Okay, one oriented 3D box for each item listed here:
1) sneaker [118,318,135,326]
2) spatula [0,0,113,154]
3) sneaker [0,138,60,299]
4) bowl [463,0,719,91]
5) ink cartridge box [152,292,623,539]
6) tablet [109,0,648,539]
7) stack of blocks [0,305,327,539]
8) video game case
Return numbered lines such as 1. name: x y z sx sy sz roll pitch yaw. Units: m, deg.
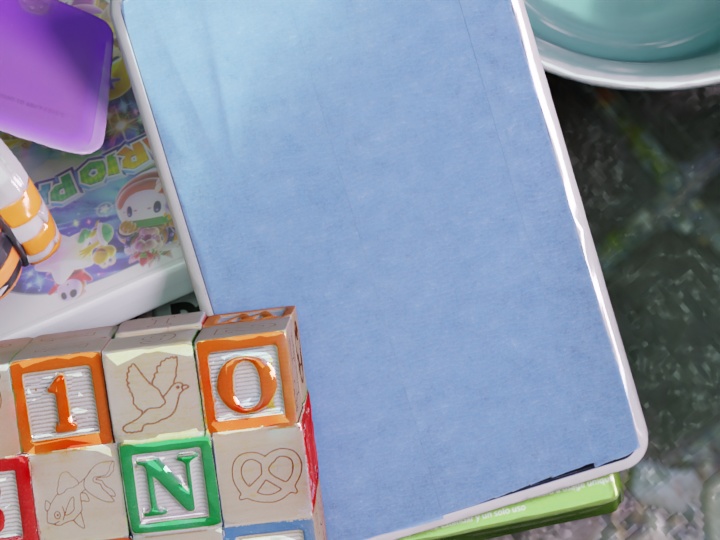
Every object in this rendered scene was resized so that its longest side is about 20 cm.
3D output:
1. sneaker: -0.098 0.107 0.889 0.112 0.078 0.201 24 85 -1
2. spatula: -0.113 -0.106 0.885 0.056 0.200 0.021 16 121 -15
3. sneaker: -0.196 -0.042 0.857 0.112 0.078 0.200 -37 51 -11
4. bowl: 0.097 -0.146 0.890 0.199 0.105 0.202 0 78 0
5. ink cartridge box: 0.000 0.000 0.895 0.147 0.076 0.201 -12 81 4
6. tablet: 0.007 -0.014 0.824 0.129 0.014 0.201 -17 96 0
7. stack of blocks: -0.111 0.082 0.799 0.199 0.059 0.116 -8 97 2
8. video game case: -0.120 -0.054 0.901 0.142 0.018 0.201 -23 51 2
